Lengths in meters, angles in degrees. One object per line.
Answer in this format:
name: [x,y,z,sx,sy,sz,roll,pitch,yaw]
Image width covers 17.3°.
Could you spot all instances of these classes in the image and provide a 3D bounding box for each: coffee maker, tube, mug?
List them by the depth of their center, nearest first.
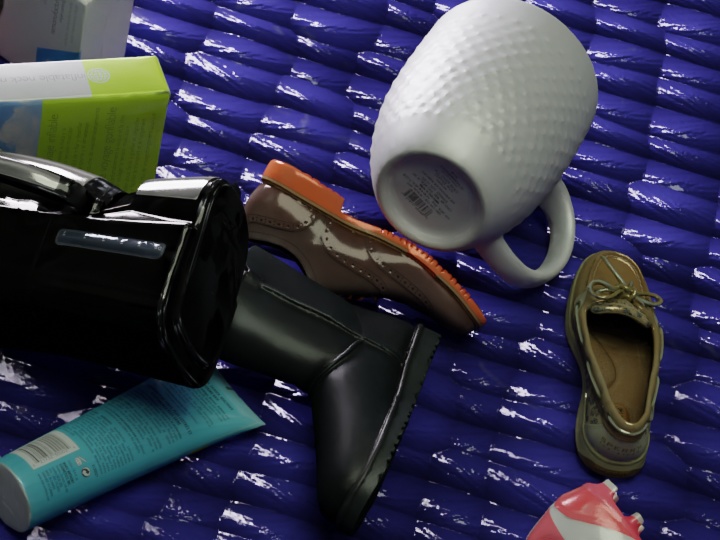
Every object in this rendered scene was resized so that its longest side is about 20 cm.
coffee maker: [-0.192,0.017,1.613,0.198,0.135,0.194,10,89,21]
tube: [-0.162,0.115,1.621,0.199,0.051,0.078,-25,66,-36]
mug: [0.098,-0.079,1.788,0.201,0.147,0.176,55,39,-18]

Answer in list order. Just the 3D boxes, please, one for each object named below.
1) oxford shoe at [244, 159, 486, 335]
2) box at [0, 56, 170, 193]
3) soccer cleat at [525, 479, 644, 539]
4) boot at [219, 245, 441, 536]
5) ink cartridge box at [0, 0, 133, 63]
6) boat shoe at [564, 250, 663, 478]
oxford shoe: [0.000,0.000,1.757,0.199,0.071,0.073,32,83,4]
box: [-0.244,-0.091,1.713,0.198,0.123,0.048,-4,46,-20]
soccer cleat: [0.196,0.235,1.617,0.076,0.067,0.200,-37,71,-2]
boot: [-0.046,0.081,1.656,0.167,0.077,0.201,23,44,0]
ink cartridge box: [-0.273,-0.233,1.827,0.199,0.116,0.067,35,52,14]
boat shoe: [0.194,0.057,1.750,0.073,0.063,0.201,7,50,-9]
